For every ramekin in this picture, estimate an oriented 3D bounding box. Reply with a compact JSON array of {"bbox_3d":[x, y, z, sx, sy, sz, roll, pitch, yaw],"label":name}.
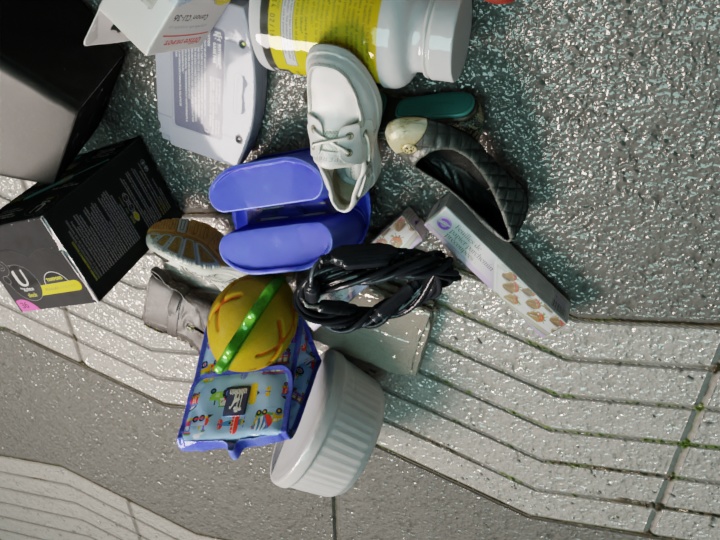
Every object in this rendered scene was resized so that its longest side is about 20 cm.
[{"bbox_3d":[-0.043,0.220,1.008,0.093,0.204,0.203,27,133,-13],"label":"ramekin"}]

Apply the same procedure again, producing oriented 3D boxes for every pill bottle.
[{"bbox_3d":[0.002,-0.237,0.689,0.197,0.112,0.113,13,129,17],"label":"pill bottle"}]

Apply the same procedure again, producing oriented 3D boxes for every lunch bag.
[{"bbox_3d":[-0.146,0.164,0.941,0.148,0.201,0.095,-7,127,13],"label":"lunch bag"}]

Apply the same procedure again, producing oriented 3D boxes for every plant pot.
[{"bbox_3d":[-0.397,-0.225,0.845,0.176,0.202,0.200,29,133,-16],"label":"plant pot"}]

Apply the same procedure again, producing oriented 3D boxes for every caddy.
[{"bbox_3d":[-0.084,-0.071,0.864,0.197,0.105,0.144,-4,101,27],"label":"caddy"}]

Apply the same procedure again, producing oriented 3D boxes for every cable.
[{"bbox_3d":[0.023,0.026,0.836,0.197,0.051,0.164,-6,148,-16],"label":"cable"}]

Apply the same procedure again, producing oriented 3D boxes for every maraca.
[{"bbox_3d":[-0.132,0.064,0.864,0.106,0.200,0.138,30,89,-3],"label":"maraca"}]

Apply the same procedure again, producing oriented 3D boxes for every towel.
[{"bbox_3d":[0.001,0.061,0.969,0.197,0.035,0.134,22,130,10],"label":"towel"}]

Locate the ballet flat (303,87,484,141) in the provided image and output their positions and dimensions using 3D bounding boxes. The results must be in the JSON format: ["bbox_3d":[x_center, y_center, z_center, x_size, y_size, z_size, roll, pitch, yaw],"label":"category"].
[{"bbox_3d":[0.034,-0.157,0.772,0.197,0.068,0.076,9,144,16],"label":"ballet flat"}]

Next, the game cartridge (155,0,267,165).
[{"bbox_3d":[-0.173,-0.224,0.833,0.131,0.041,0.202,22,131,13],"label":"game cartridge"}]

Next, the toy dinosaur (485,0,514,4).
[{"bbox_3d":[0.062,-0.300,0.631,0.199,0.105,0.182,-19,112,50],"label":"toy dinosaur"}]

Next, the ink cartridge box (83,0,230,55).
[{"bbox_3d":[-0.174,-0.282,0.699,0.067,0.117,0.200,43,116,-2],"label":"ink cartridge box"}]

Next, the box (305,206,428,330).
[{"bbox_3d":[0.000,0.000,0.889,0.200,0.041,0.039,-41,94,27],"label":"box"}]

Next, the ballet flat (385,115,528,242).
[{"bbox_3d":[0.105,-0.097,0.739,0.198,0.058,0.066,28,151,-29],"label":"ballet flat"}]

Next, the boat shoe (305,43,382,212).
[{"bbox_3d":[-0.018,-0.129,0.708,0.070,0.070,0.201,14,152,19],"label":"boat shoe"}]

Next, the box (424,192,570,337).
[{"bbox_3d":[0.160,-0.006,0.828,0.200,0.042,0.039,42,131,-10],"label":"box"}]

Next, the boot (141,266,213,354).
[{"bbox_3d":[-0.255,0.101,1.101,0.172,0.069,0.203,18,120,12],"label":"boot"}]

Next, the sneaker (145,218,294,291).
[{"bbox_3d":[-0.190,-0.004,0.955,0.197,0.076,0.088,17,140,-12],"label":"sneaker"}]

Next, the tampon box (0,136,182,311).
[{"bbox_3d":[-0.362,-0.059,0.935,0.148,0.201,0.127,-7,122,29],"label":"tampon box"}]
